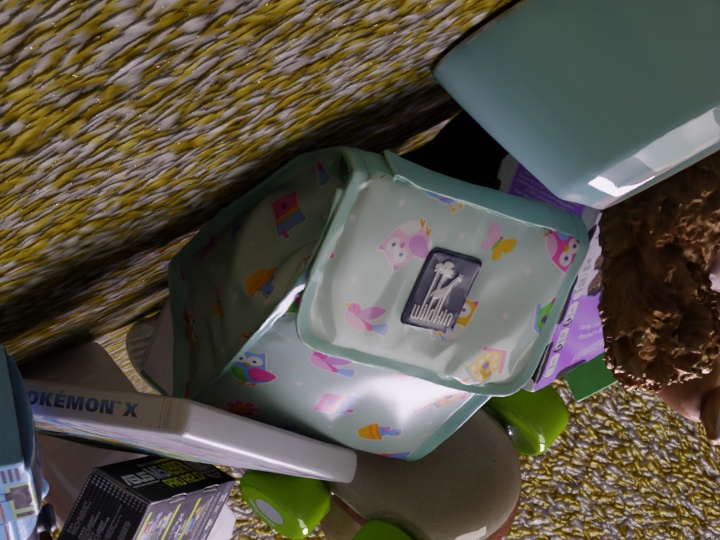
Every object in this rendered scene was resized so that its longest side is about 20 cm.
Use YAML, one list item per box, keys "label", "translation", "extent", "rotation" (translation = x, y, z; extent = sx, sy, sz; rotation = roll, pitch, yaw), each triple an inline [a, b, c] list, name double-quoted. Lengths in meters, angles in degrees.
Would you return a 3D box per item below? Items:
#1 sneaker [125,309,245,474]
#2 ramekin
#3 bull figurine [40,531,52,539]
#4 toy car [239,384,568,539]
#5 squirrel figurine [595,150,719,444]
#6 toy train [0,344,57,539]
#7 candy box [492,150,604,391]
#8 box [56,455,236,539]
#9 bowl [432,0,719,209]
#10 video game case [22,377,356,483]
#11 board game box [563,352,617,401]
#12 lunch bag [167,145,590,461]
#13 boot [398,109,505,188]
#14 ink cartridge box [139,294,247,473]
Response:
- label: "sneaker"
  translation: [-0.073, 0.087, 1.646]
  extent: [0.082, 0.200, 0.074]
  rotation: [-34, 158, -42]
- label: "ramekin"
  translation: [-0.170, 0.140, 1.586]
  extent: [0.094, 0.203, 0.202]
  rotation: [-38, 178, -5]
- label: "bull figurine"
  translation: [-0.249, 0.170, 1.447]
  extent: [0.065, 0.122, 0.200]
  rotation: [-14, -156, -26]
- label: "toy car"
  translation: [0.029, 0.149, 1.444]
  extent: [0.164, 0.157, 0.200]
  rotation: [-47, 156, -23]
- label: "squirrel figurine"
  translation: [0.194, 0.005, 1.312]
  extent: [0.199, 0.141, 0.188]
  rotation: [-12, 132, -42]
- label: "toy train"
  translation: [-0.219, 0.116, 1.183]
  extent: [0.113, 0.087, 0.200]
  rotation: [-8, 150, -7]
- label: "candy box"
  translation: [0.143, -0.046, 1.383]
  extent: [0.167, 0.071, 0.201]
  rotation: [-22, 135, -57]
- label: "box"
  translation: [-0.160, 0.210, 1.394]
  extent: [0.201, 0.044, 0.160]
  rotation: [-64, 166, 8]
- label: "bowl"
  translation: [0.148, -0.103, 1.165]
  extent: [0.200, 0.106, 0.201]
  rotation: [-29, 177, -2]
- label: "video game case"
  translation: [-0.124, 0.087, 1.279]
  extent: [0.181, 0.022, 0.200]
  rotation: [5, 171, 27]
- label: "board game box"
  translation: [0.128, -0.006, 1.645]
  extent: [0.040, 0.201, 0.153]
  rotation: [-27, 176, 4]
- label: "lunch bag"
  translation: [0.010, 0.011, 1.265]
  extent: [0.169, 0.123, 0.200]
  rotation: [16, 143, -30]
- label: "boot"
  translation: [0.031, -0.036, 1.409]
  extent: [0.199, 0.074, 0.076]
  rotation: [-30, 163, -7]
- label: "ink cartridge box"
  translation: [-0.025, 0.070, 1.554]
  extent: [0.199, 0.146, 0.085]
  rotation: [-4, 125, -48]
